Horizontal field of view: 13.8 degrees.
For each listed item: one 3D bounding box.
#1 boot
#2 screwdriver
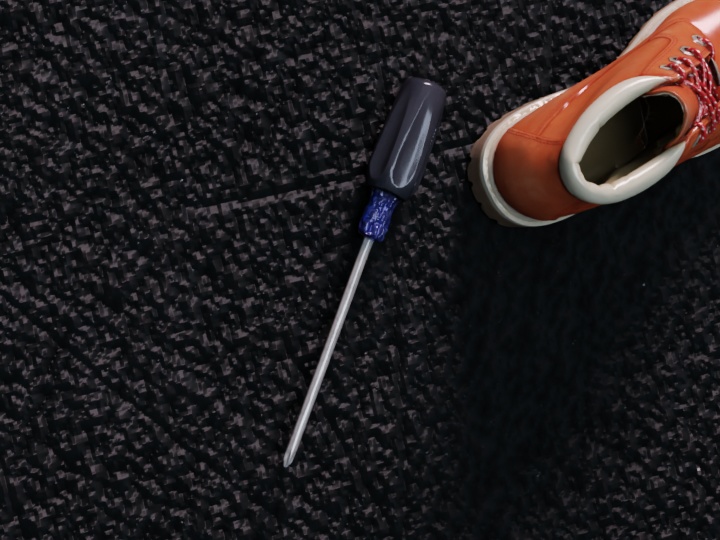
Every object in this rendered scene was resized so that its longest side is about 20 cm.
[{"bbox_3d":[0.157,-0.084,1.451,0.200,0.107,0.075,-33,98,-20],"label":"boot"},{"bbox_3d":[0.000,0.000,1.425,0.028,0.029,0.200,24,75,-18],"label":"screwdriver"}]
